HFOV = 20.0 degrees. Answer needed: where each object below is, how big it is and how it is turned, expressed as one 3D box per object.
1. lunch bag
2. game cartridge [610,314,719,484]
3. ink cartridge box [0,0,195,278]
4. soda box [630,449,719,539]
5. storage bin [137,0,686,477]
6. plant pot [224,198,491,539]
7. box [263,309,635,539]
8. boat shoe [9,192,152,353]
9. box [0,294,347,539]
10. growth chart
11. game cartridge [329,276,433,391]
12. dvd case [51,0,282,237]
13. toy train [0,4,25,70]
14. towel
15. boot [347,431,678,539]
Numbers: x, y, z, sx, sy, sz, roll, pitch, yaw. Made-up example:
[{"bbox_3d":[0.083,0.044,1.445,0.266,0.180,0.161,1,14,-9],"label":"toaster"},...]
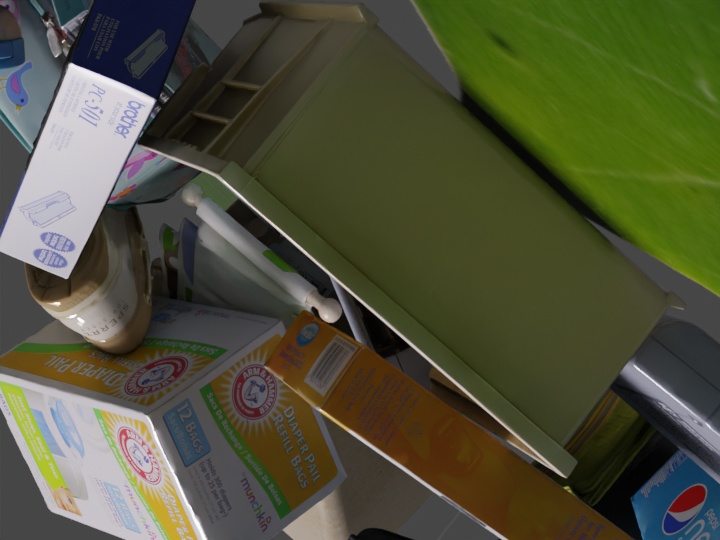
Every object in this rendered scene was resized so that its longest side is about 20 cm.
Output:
[{"bbox_3d":[-0.156,-0.118,1.182,0.161,0.077,0.200,55,-168,5],"label":"lunch bag"},{"bbox_3d":[0.190,0.087,0.962,0.200,0.041,0.133,40,179,-14],"label":"game cartridge"},{"bbox_3d":[-0.123,-0.080,0.965,0.044,0.094,0.200,22,152,-9],"label":"ink cartridge box"},{"bbox_3d":[0.197,0.159,1.057,0.068,0.064,0.200,40,-165,-13],"label":"soda box"},{"bbox_3d":[0.015,-0.023,0.925,0.200,0.094,0.198,40,175,-18],"label":"storage bin"},{"bbox_3d":[-0.023,0.039,1.330,0.199,0.200,0.177,37,160,26],"label":"plant pot"},{"bbox_3d":[0.053,0.096,0.984,0.199,0.042,0.119,34,177,-17],"label":"box"},{"bbox_3d":[-0.163,-0.013,1.224,0.069,0.074,0.200,52,-169,-29],"label":"boat shoe"},{"bbox_3d":[-0.118,0.089,1.201,0.199,0.101,0.113,9,127,52],"label":"box"},{"bbox_3d":[-0.078,0.036,1.211,0.145,0.018,0.200,43,147,20],"label":"growth chart"},{"bbox_3d":[0.000,0.000,1.147,0.133,0.041,0.201,46,-160,-78],"label":"game cartridge"},{"bbox_3d":[-0.110,-0.120,1.124,0.200,0.022,0.146,46,-166,-42],"label":"dvd case"},{"bbox_3d":[-0.269,-0.158,1.049,0.199,0.117,0.085,-4,-169,-9],"label":"toy train"},{"bbox_3d":[0.133,0.090,1.128,0.018,0.086,0.200,38,175,0],"label":"towel"},{"bbox_3d":[0.106,0.153,1.243,0.165,0.200,0.066,39,168,44],"label":"boot"}]
